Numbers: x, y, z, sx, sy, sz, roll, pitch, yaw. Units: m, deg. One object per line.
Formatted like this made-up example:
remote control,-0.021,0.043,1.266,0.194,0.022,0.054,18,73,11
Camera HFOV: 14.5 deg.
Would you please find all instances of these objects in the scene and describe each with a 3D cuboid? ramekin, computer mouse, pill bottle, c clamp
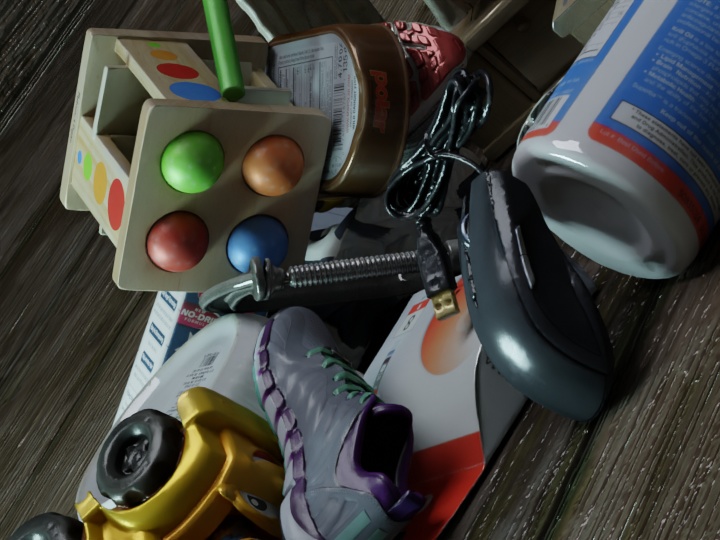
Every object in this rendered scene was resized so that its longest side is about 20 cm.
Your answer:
ramekin,-0.088,0.120,1.759,0.200,0.105,0.200,-46,14,15
computer mouse,0.061,0.006,1.496,0.046,0.200,0.140,-13,-23,-25
pill bottle,0.176,-0.103,1.512,0.200,0.112,0.112,-55,15,-20
c clamp,0.000,0.000,1.740,0.200,0.027,0.171,-8,-7,-6

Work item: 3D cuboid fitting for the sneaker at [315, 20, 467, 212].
sneaker,0.026,-0.103,1.865,0.200,0.082,0.078,133,132,-58

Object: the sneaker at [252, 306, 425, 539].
sneaker,-0.002,0.083,1.572,0.088,0.074,0.200,-42,39,26

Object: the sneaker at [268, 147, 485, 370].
sneaker,0.002,-0.015,1.884,0.199,0.079,0.130,-57,21,12

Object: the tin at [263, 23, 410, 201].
tin,-0.024,-0.103,1.833,0.200,0.042,0.112,178,97,-67

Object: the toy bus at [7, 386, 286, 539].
toy bus,-0.097,0.194,1.562,0.200,0.136,0.192,-47,35,8

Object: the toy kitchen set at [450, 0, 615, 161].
toy kitchen set,0.089,-0.162,1.825,0.200,0.163,0.180,-43,15,27

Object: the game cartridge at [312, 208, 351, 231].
game cartridge,-0.033,-0.070,2.041,0.200,0.133,0.040,-65,-11,-49

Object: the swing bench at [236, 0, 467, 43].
swing bench,0.027,-0.207,1.984,0.200,0.199,0.130,-31,19,15

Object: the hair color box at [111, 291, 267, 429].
hair color box,-0.121,0.082,1.911,0.100,0.060,0.200,-144,72,-74

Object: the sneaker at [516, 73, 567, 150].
sneaker,0.179,-0.117,1.657,0.200,0.077,0.085,-39,5,13

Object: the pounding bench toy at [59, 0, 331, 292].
pounding bench toy,-0.099,-0.101,1.803,0.156,0.124,0.200,-130,47,-57

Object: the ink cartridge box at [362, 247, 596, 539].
ink cartridge box,0.033,0.083,1.600,0.200,0.050,0.162,-53,14,-26
